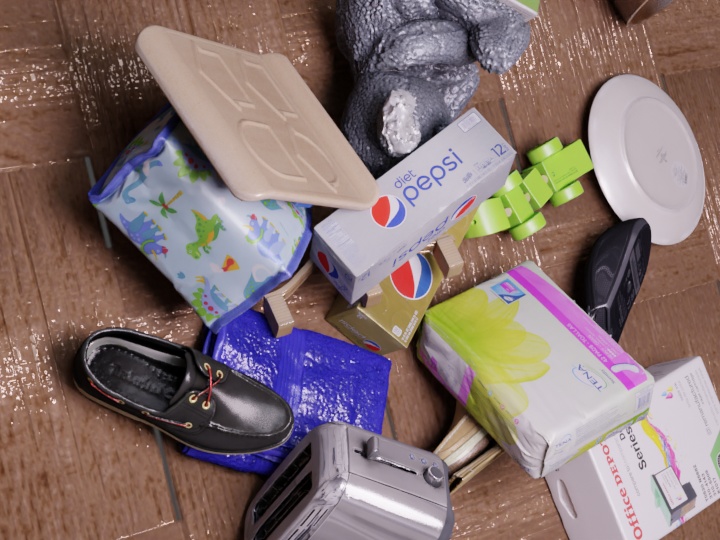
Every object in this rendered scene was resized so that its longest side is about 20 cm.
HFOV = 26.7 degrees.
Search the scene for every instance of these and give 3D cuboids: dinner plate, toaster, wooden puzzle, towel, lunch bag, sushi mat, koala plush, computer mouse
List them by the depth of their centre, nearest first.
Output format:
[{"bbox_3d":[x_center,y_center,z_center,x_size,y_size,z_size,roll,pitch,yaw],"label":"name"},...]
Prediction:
[{"bbox_3d":[-0.091,-0.120,1.301,0.186,0.046,0.199,55,27,19],"label":"wooden puzzle"},{"bbox_3d":[-0.018,0.225,1.342,0.128,0.200,0.114,28,32,-21],"label":"toaster"},{"bbox_3d":[-0.130,-0.071,1.359,0.170,0.127,0.201,48,29,-15],"label":"lunch bag"},{"bbox_3d":[-0.062,0.121,1.400,0.198,0.049,0.149,20,69,-28],"label":"towel"},{"bbox_3d":[0.037,-0.170,1.472,0.182,0.177,0.202,25,66,-14],"label":"koala plush"},{"bbox_3d":[0.146,0.171,1.499,0.199,0.096,0.012,-32,76,-34],"label":"sushi mat"},{"bbox_3d":[0.256,0.022,1.614,0.201,0.052,0.139,-61,149,-32],"label":"computer mouse"},{"bbox_3d":[0.333,-0.129,1.719,0.199,0.024,0.203,14,69,-38],"label":"dinner plate"}]

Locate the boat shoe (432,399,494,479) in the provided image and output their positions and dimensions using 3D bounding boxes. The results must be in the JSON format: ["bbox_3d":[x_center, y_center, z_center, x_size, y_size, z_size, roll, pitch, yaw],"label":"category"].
[{"bbox_3d":[0.120,0.129,1.516,0.076,0.072,0.200,47,50,4],"label":"boat shoe"}]

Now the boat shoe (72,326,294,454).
[{"bbox_3d":[-0.149,0.105,1.300,0.199,0.063,0.074,20,68,-8],"label":"boat shoe"}]

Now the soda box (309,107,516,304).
[{"bbox_3d":[0.048,-0.060,1.390,0.199,0.068,0.064,-38,75,-18],"label":"soda box"}]

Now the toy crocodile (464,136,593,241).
[{"bbox_3d":[0.179,-0.085,1.607,0.200,0.062,0.068,-37,99,-38],"label":"toy crocodile"}]

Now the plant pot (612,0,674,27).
[{"bbox_3d":[0.317,-0.414,1.712,0.186,0.187,0.201,-32,83,-34],"label":"plant pot"}]

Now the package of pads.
[{"bbox_3d":[0.164,0.093,1.468,0.153,0.069,0.200,-25,53,-29],"label":"package of pads"}]

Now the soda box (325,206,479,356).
[{"bbox_3d":[0.047,-0.017,1.495,0.068,0.064,0.201,38,60,-18],"label":"soda box"}]

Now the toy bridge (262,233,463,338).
[{"bbox_3d":[0.000,0.000,1.416,0.198,0.027,0.068,-19,66,-18],"label":"toy bridge"}]

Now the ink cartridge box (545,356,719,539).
[{"bbox_3d":[0.296,0.198,1.596,0.199,0.084,0.146,-24,93,-34],"label":"ink cartridge box"}]

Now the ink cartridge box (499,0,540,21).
[{"bbox_3d":[0.130,-0.319,1.538,0.147,0.199,0.077,23,67,-26],"label":"ink cartridge box"}]
